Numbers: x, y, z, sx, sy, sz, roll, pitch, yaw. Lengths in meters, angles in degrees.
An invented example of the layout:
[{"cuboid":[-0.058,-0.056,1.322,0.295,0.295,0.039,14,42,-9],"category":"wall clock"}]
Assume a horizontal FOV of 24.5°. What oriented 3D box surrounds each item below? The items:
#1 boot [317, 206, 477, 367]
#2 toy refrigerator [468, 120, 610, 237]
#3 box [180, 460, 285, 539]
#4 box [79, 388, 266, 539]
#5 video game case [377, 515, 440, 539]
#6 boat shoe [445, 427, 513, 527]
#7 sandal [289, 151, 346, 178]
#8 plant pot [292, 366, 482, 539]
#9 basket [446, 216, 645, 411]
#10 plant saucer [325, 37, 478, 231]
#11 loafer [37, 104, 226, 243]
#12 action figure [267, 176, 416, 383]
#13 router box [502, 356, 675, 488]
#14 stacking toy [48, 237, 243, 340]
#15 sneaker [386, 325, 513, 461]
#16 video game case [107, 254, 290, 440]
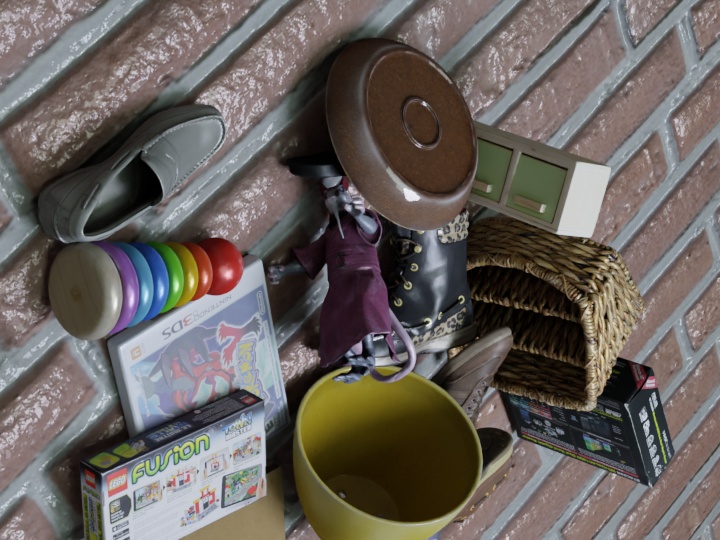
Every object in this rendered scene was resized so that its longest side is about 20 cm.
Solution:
[{"cuboid":[0.041,0.016,1.737,0.198,0.073,0.152,-9,108,-31],"category":"boot"},{"cuboid":[0.152,-0.100,1.706,0.070,0.199,0.077,4,106,-48],"category":"toy refrigerator"},{"cuboid":[-0.141,0.315,1.713,0.163,0.021,0.202,-25,125,-39],"category":"box"},{"cuboid":[-0.174,0.198,1.578,0.199,0.035,0.111,-21,121,-40],"category":"box"},{"cuboid":[0.047,0.285,1.911,0.142,0.019,0.202,-5,110,-46],"category":"video game case"},{"cuboid":[0.108,0.259,1.896,0.200,0.072,0.068,-35,129,-36],"category":"boat shoe"},{"cuboid":[0.014,-0.120,1.648,0.199,0.075,0.046,-7,103,-43],"category":"sandal"},{"cuboid":[0.011,0.219,1.733,0.199,0.200,0.143,-27,153,-37],"category":"plant pot"},{"cuboid":[0.182,0.042,1.794,0.150,0.199,0.143,-58,139,-21],"category":"basket"},{"cuboid":[0.050,-0.139,1.622,0.199,0.034,0.202,19,62,-39],"category":"plant saucer"},{"cuboid":[-0.187,-0.081,1.441,0.200,0.069,0.070,-38,132,-30],"category":"loafer"},{"cuboid":[0.000,0.000,1.626,0.148,0.133,0.202,12,66,-45],"category":"action figure"},{"cuboid":[0.261,0.157,1.942,0.062,0.199,0.151,-48,137,-28],"category":"router box"},{"cuboid":[-0.180,0.008,1.488,0.199,0.085,0.086,-9,115,-50],"category":"stacking toy"},{"cuboid":[0.106,0.141,1.799,0.200,0.076,0.070,-43,171,26],"category":"sneaker"},{"cuboid":[-0.151,0.111,1.607,0.182,0.023,0.202,-33,129,-34],"category":"video game case"}]
